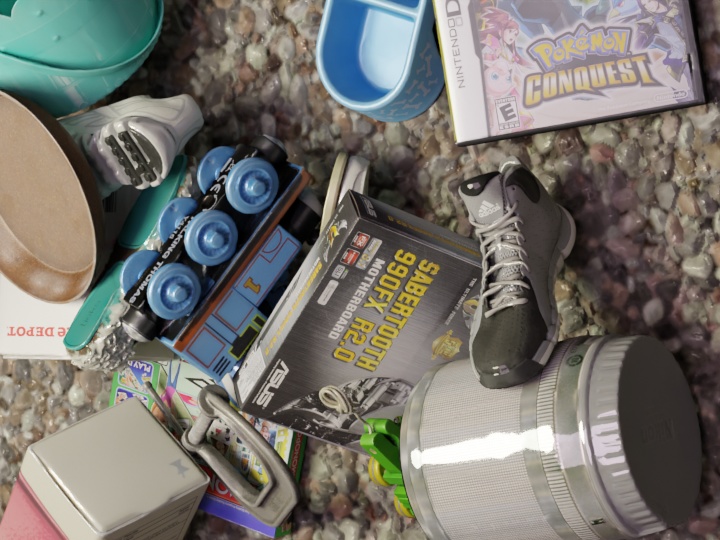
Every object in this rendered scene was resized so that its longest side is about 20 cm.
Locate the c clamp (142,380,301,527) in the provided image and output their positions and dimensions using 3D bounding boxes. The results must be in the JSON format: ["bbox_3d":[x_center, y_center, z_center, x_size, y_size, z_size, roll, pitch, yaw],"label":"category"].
[{"bbox_3d":[-0.118,0.147,1.733,0.171,0.027,0.200,52,158,2],"label":"c clamp"}]

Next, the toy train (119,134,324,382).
[{"bbox_3d":[-0.109,-0.012,1.685,0.200,0.114,0.087,-54,31,-8],"label":"toy train"}]

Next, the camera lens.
[{"bbox_3d":[0.142,0.137,1.585,0.199,0.160,0.161,-13,88,32],"label":"camera lens"}]

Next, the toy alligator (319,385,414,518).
[{"bbox_3d":[0.038,0.147,1.677,0.059,0.054,0.200,-4,132,47],"label":"toy alligator"}]

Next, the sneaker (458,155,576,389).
[{"bbox_3d":[0.102,-0.011,1.561,0.075,0.200,0.116,-16,125,27],"label":"sneaker"}]

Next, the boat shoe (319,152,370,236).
[{"bbox_3d":[0.000,0.000,1.714,0.068,0.075,0.201,7,113,8],"label":"boat shoe"}]

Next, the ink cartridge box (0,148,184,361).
[{"bbox_3d":[-0.240,-0.019,1.832,0.144,0.084,0.201,0,85,31],"label":"ink cartridge box"}]

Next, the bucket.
[{"bbox_3d":[-0.274,-0.236,1.770,0.206,0.135,0.208,-15,45,16],"label":"bucket"}]

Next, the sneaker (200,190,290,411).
[{"bbox_3d":[-0.092,0.016,1.770,0.082,0.074,0.201,-14,80,16],"label":"sneaker"}]

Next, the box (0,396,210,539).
[{"bbox_3d":[-0.236,0.228,1.814,0.109,0.128,0.200,46,135,21],"label":"box"}]

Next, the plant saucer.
[{"bbox_3d":[-0.280,-0.068,1.745,0.200,0.034,0.201,28,133,34],"label":"plant saucer"}]

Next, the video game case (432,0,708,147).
[{"bbox_3d":[0.156,-0.201,1.593,0.199,0.025,0.181,-9,90,17],"label":"video game case"}]

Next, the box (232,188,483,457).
[{"bbox_3d":[0.012,0.050,1.664,0.200,0.158,0.048,-57,26,22],"label":"box"}]

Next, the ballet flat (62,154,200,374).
[{"bbox_3d":[-0.181,-0.001,1.739,0.072,0.072,0.200,27,83,27],"label":"ballet flat"}]

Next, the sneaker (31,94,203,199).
[{"bbox_3d":[-0.209,-0.107,1.739,0.200,0.081,0.075,-2,126,45],"label":"sneaker"}]

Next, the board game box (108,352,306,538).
[{"bbox_3d":[-0.139,0.142,1.836,0.199,0.029,0.135,17,103,29],"label":"board game box"}]

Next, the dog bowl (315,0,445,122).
[{"bbox_3d":[0.024,-0.219,1.686,0.111,0.050,0.201,21,106,28],"label":"dog bowl"}]
